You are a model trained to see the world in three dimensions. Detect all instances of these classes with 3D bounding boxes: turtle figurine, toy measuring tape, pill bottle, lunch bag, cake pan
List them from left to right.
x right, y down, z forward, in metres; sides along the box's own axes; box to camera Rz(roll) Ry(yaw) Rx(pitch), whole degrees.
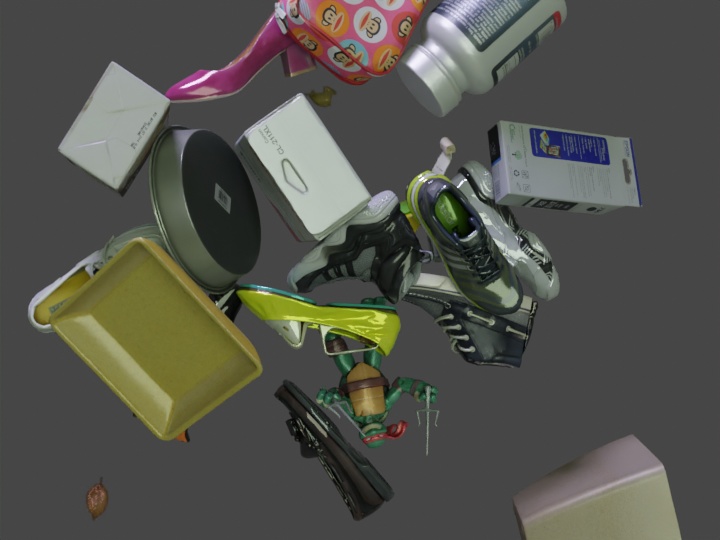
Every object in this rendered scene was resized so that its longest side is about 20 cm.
[{"bbox_3d":[-0.173,-0.075,1.530,0.036,0.200,0.203,-16,95,22],"label":"cake pan"},{"bbox_3d":[-0.007,-0.342,1.584,0.176,0.082,0.201,37,70,-20],"label":"lunch bag"},{"bbox_3d":[0.006,0.140,1.612,0.148,0.101,0.202,-10,77,-24],"label":"turtle figurine"},{"bbox_3d":[0.041,-0.078,1.610,0.073,0.074,0.201,26,109,-9],"label":"toy measuring tape"},{"bbox_3d":[0.142,-0.286,1.617,0.200,0.120,0.120,-42,97,-7],"label":"pill bottle"}]

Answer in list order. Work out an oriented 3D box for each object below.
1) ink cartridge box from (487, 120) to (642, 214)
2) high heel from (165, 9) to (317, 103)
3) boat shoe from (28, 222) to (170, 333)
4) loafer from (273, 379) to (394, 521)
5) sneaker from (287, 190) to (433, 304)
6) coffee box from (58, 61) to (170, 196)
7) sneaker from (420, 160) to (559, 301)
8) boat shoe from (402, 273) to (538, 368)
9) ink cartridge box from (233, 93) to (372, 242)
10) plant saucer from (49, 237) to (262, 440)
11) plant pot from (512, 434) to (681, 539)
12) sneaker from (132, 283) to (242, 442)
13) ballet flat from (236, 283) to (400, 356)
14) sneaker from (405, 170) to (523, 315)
[{"bbox_3d":[0.254,-0.125,1.652,0.198,0.039,0.101,5,68,-23],"label":"ink cartridge box"},{"bbox_3d":[-0.148,-0.263,1.587,0.198,0.067,0.097,-18,104,-14],"label":"high heel"},{"bbox_3d":[-0.302,0.008,1.560,0.200,0.086,0.075,-29,96,-8],"label":"boat shoe"},{"bbox_3d":[-0.042,0.223,1.621,0.063,0.072,0.200,-43,101,-2],"label":"loafer"},{"bbox_3d":[0.000,0.000,1.568,0.114,0.200,0.075,50,40,-2],"label":"sneaker"},{"bbox_3d":[-0.275,-0.154,1.504,0.079,0.200,0.115,33,85,-8],"label":"coffee box"},{"bbox_3d":[0.154,-0.027,1.649,0.114,0.075,0.201,-36,92,-7],"label":"sneaker"},{"bbox_3d":[0.121,0.063,1.641,0.198,0.075,0.094,12,81,-11],"label":"boat shoe"},{"bbox_3d":[-0.070,-0.114,1.541,0.082,0.200,0.146,-35,96,-7],"label":"ink cartridge box"},{"bbox_3d":[-0.223,0.072,1.488,0.200,0.049,0.199,47,127,-8],"label":"plant saucer"},{"bbox_3d":[0.288,0.334,1.626,0.175,0.200,0.202,-13,93,1],"label":"plant pot"},{"bbox_3d":[-0.186,0.112,1.596,0.090,0.070,0.201,36,89,-14],"label":"sneaker"},{"bbox_3d":[-0.051,0.063,1.556,0.197,0.067,0.068,9,82,-6],"label":"ballet flat"},{"bbox_3d":[0.126,-0.026,1.563,0.074,0.081,0.201,-40,102,-3],"label":"sneaker"}]
